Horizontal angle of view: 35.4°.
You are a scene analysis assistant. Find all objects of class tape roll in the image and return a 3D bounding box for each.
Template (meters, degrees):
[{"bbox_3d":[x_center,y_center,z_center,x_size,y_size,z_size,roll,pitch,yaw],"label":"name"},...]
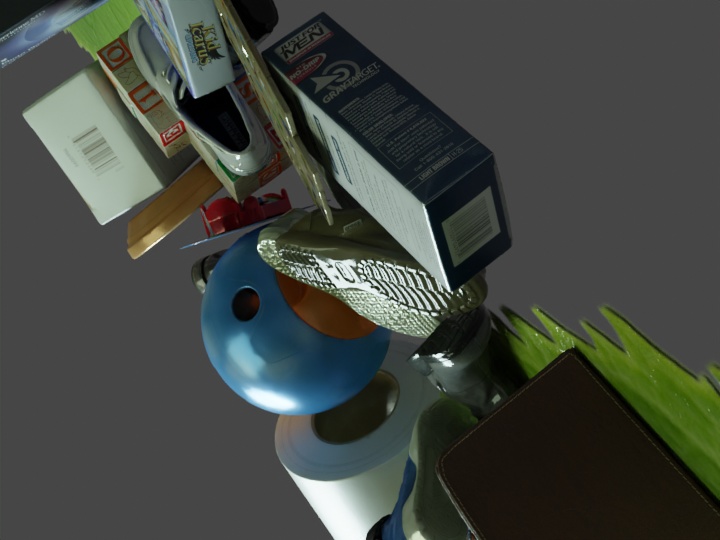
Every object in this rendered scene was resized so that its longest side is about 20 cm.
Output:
[{"bbox_3d":[0.022,0.195,1.250,0.203,0.202,0.140,37,161,55],"label":"tape roll"}]

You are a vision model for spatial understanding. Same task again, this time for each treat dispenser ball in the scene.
[{"bbox_3d":[-0.065,0.048,1.166,0.201,0.200,0.201,51,169,14],"label":"treat dispenser ball"}]

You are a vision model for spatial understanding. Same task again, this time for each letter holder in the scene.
[{"bbox_3d":[0.160,0.185,0.796,0.200,0.142,0.101,49,168,23],"label":"letter holder"}]

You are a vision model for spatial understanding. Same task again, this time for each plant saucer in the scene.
[{"bbox_3d":[-0.186,-0.091,1.246,0.038,0.200,0.200,49,170,-10],"label":"plant saucer"}]

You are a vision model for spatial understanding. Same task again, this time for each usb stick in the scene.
[{"bbox_3d":[-0.109,-0.217,0.991,0.056,0.033,0.200,57,168,-10],"label":"usb stick"}]

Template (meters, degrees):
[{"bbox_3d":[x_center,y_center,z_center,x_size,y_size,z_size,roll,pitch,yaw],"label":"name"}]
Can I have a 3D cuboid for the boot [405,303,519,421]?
[{"bbox_3d":[0.113,0.095,0.958,0.132,0.070,0.200,44,174,4],"label":"boot"}]

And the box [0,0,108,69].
[{"bbox_3d":[-0.376,-0.341,1.292,0.124,0.199,0.198,56,169,-8],"label":"box"}]

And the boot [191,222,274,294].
[{"bbox_3d":[-0.089,-0.016,1.333,0.174,0.199,0.070,-26,77,48],"label":"boot"}]

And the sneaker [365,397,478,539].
[{"bbox_3d":[0.056,0.208,1.020,0.076,0.112,0.200,26,-148,-7],"label":"sneaker"}]

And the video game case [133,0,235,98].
[{"bbox_3d":[-0.182,-0.280,0.977,0.201,0.045,0.182,56,165,33],"label":"video game case"}]

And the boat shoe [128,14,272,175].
[{"bbox_3d":[-0.160,-0.176,1.079,0.201,0.072,0.066,55,179,12],"label":"boat shoe"}]

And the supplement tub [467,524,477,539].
[{"bbox_3d":[0.156,0.220,0.969,0.123,0.122,0.200,50,168,15],"label":"supplement tub"}]

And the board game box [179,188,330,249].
[{"bbox_3d":[-0.121,-0.066,1.215,0.200,0.157,0.039,180,71,-77],"label":"board game box"}]

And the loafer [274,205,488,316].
[{"bbox_3d":[0.019,-0.018,0.910,0.199,0.068,0.076,14,151,33],"label":"loafer"}]

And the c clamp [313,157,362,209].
[{"bbox_3d":[-0.002,-0.075,0.985,0.171,0.027,0.200,50,168,18],"label":"c clamp"}]

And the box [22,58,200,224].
[{"bbox_3d":[-0.258,-0.174,1.287,0.153,0.106,0.200,57,-151,-15],"label":"box"}]

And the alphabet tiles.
[{"bbox_3d":[-0.071,-0.135,0.877,0.201,0.006,0.167,61,176,21],"label":"alphabet tiles"}]

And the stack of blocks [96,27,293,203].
[{"bbox_3d":[-0.162,-0.168,1.145,0.200,0.115,0.059,51,169,13],"label":"stack of blocks"}]

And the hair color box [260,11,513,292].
[{"bbox_3d":[0.017,-0.086,0.785,0.200,0.060,0.100,46,166,36],"label":"hair color box"}]

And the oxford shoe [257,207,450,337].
[{"bbox_3d":[0.000,0.000,1.055,0.199,0.058,0.075,28,146,-4],"label":"oxford shoe"}]
